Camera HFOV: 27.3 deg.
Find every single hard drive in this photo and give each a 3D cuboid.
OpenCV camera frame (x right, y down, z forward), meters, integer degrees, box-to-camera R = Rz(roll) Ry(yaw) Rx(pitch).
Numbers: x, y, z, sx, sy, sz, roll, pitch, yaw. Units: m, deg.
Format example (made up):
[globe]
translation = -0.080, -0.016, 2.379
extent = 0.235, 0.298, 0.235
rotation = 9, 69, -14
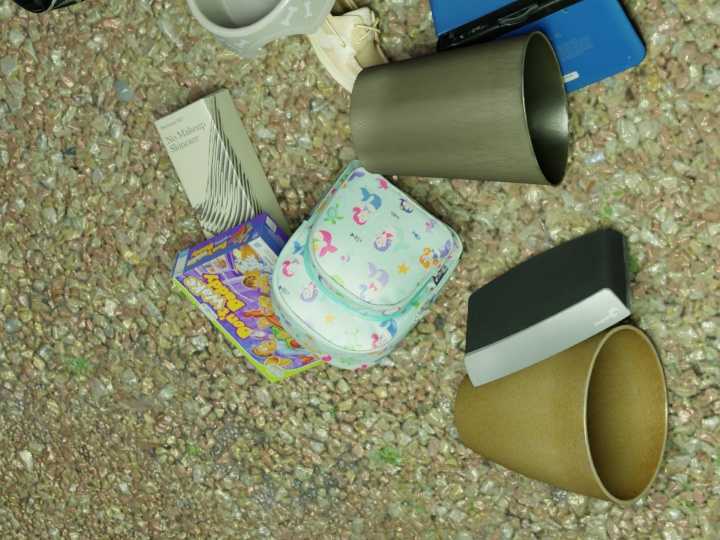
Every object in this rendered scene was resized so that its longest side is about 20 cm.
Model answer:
[hard drive]
translation = 0.197, 0.036, 1.605
extent = 0.199, 0.136, 0.042
rotation = -28, 122, 28

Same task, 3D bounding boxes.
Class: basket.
[basket]
translation = 0.100, -0.160, 1.537
extent = 0.197, 0.137, 0.181
rotation = -1, 147, 24

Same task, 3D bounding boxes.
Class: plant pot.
[plant pot]
translation = 0.210, 0.156, 1.632
extent = 0.198, 0.186, 0.189
rotation = -3, 107, 40

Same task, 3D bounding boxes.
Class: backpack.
[backpack]
translation = 0.000, 0.000, 1.623
extent = 0.177, 0.151, 0.201
rotation = 38, 77, 4

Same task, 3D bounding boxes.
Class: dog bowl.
[dog bowl]
translation = -0.111, -0.334, 1.616
extent = 0.198, 0.058, 0.203
rotation = -6, 80, 33

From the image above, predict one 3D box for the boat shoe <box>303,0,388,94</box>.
[boat shoe]
translation = -0.016, -0.266, 1.633
extent = 0.200, 0.074, 0.069
rotation = 49, 124, 3

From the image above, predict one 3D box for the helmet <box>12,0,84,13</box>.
[helmet]
translation = -0.324, -0.399, 1.658
extent = 0.199, 0.191, 0.201
rotation = 34, 150, 23

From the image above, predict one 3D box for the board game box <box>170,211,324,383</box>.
[board game box]
translation = -0.107, 0.036, 1.736
extent = 0.133, 0.045, 0.200
rotation = -23, 126, 27

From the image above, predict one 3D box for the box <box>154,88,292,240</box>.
[box]
translation = -0.160, -0.104, 1.751
extent = 0.081, 0.068, 0.202
rotation = -22, 98, 27

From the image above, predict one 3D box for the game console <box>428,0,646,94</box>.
[game console]
translation = 0.182, -0.281, 1.574
extent = 0.198, 0.119, 0.171
rotation = -19, 130, 28
